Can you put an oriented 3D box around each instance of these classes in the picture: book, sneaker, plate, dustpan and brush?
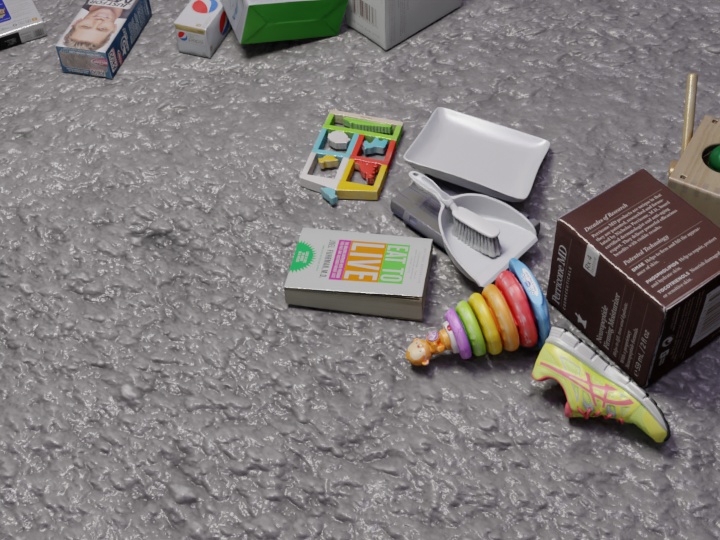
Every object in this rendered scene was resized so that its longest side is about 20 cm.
[{"bbox_3d":[0.000,0.000,1.549,0.196,0.049,0.135,5,44,9],"label":"book"},{"bbox_3d":[0.306,0.163,1.378,0.199,0.078,0.091,39,92,20],"label":"sneaker"},{"bbox_3d":[0.183,-0.177,1.677,0.197,0.033,0.201,19,37,11],"label":"plate"},{"bbox_3d":[0.145,-0.079,1.556,0.199,0.058,0.139,35,58,28],"label":"dustpan and brush"}]

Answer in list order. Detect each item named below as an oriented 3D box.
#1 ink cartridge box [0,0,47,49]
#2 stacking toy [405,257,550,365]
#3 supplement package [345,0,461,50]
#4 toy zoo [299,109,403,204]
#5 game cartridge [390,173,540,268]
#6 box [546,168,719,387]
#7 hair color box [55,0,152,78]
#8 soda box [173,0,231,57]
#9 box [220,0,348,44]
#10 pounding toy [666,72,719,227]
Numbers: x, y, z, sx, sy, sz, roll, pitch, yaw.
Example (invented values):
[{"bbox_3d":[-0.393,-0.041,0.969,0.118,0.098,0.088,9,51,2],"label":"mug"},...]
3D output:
[{"bbox_3d":[-0.664,-0.493,2.019,0.094,0.037,0.201,-22,53,-16],"label":"ink cartridge box"},{"bbox_3d":[0.152,0.077,1.445,0.197,0.110,0.117,-22,52,-2],"label":"stacking toy"},{"bbox_3d":[0.079,-0.513,1.953,0.199,0.118,0.117,-34,54,-25],"label":"supplement package"},{"bbox_3d":[-0.016,-0.178,1.720,0.129,0.021,0.202,10,50,11],"label":"toy zoo"},{"bbox_3d":[0.155,-0.079,1.618,0.129,0.039,0.199,-39,58,-24],"label":"game cartridge"},{"bbox_3d":[0.379,0.009,1.440,0.163,0.167,0.200,-29,53,-22],"label":"box"},{"bbox_3d":[-0.462,-0.437,1.944,0.098,0.061,0.202,9,50,10],"label":"hair color box"},{"bbox_3d":[-0.268,-0.479,1.972,0.067,0.064,0.202,13,50,14],"label":"soda box"},{"bbox_3d":[-0.147,-0.510,1.925,0.197,0.097,0.178,-12,59,-26],"label":"box"},{"bbox_3d":[0.492,-0.136,1.543,0.141,0.202,0.185,23,52,22],"label":"pounding toy"}]
